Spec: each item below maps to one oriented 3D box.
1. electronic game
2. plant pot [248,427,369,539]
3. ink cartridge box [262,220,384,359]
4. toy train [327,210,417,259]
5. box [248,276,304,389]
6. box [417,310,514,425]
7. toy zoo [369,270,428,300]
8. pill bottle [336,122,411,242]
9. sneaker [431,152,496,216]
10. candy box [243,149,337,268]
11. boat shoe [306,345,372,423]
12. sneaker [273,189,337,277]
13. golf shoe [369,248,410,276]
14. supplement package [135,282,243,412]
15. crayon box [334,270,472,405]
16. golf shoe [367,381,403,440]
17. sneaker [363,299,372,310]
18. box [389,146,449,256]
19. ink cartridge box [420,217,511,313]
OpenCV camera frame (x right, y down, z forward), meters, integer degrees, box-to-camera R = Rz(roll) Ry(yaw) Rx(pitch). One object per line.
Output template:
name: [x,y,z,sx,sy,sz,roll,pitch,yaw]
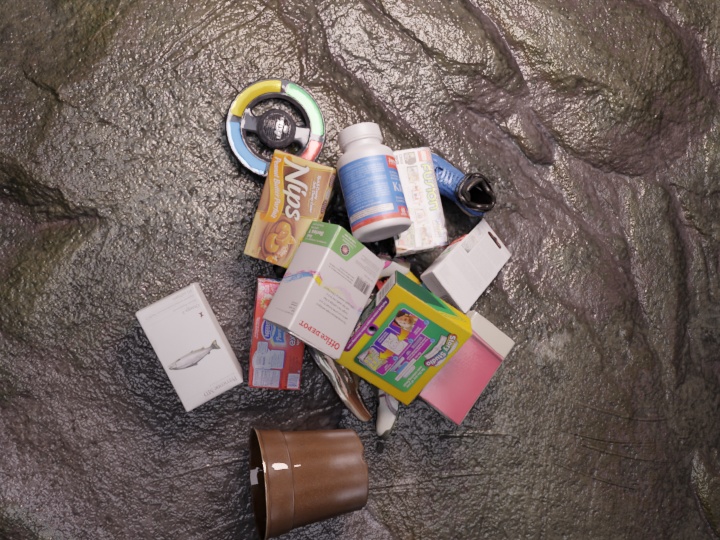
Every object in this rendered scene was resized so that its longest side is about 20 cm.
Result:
electronic game: [-0.166,-0.279,1.200,0.198,0.042,0.202,0,89,-12]
plant pot: [-0.099,0.385,1.145,0.197,0.200,0.202,-3,91,-19]
ink cartridge box: [-0.063,0.036,1.086,0.145,0.084,0.201,38,74,-43]
toy train: [0.028,-0.074,1.245,0.199,0.034,0.046,22,73,-10]
box: [-0.158,0.117,1.164,0.099,0.095,0.202,5,96,-12]
box: [0.194,0.189,1.228,0.109,0.128,0.201,37,82,-8]
toy zoo: [0.057,0.070,1.255,0.199,0.020,0.132,-33,96,-10]
pill bottle: [0.018,-0.162,1.118,0.111,0.112,0.202,-12,82,-11]
sneaker: [0.190,-0.183,1.237,0.199,0.111,0.077,38,83,-9]
candy box: [-0.129,-0.108,1.125,0.115,0.055,0.202,18,93,6]
boat shoe: [-0.029,0.212,1.212,0.072,0.076,0.201,-34,98,-12]
sneaker: [-0.137,-0.091,1.193,0.114,0.076,0.201,30,100,12]
golf shoe: [0.000,0.000,1.220,0.198,0.073,0.093,5,95,0]
supplement package: [-0.312,0.137,1.130,0.116,0.117,0.201,-28,95,-11]
crayon box: [0.077,0.127,1.116,0.172,0.058,0.200,32,115,-13]
golf shoe: [0.047,0.237,1.226,0.087,0.077,0.202,12,85,-8]
sneaker: [0.095,0.092,1.194,0.198,0.116,0.074,3,88,-13]
box: [0.100,-0.135,1.187,0.109,0.035,0.202,-9,82,-8]
ink cartridge box: [0.222,-0.009,1.265,0.109,0.050,0.200,51,57,-7]
